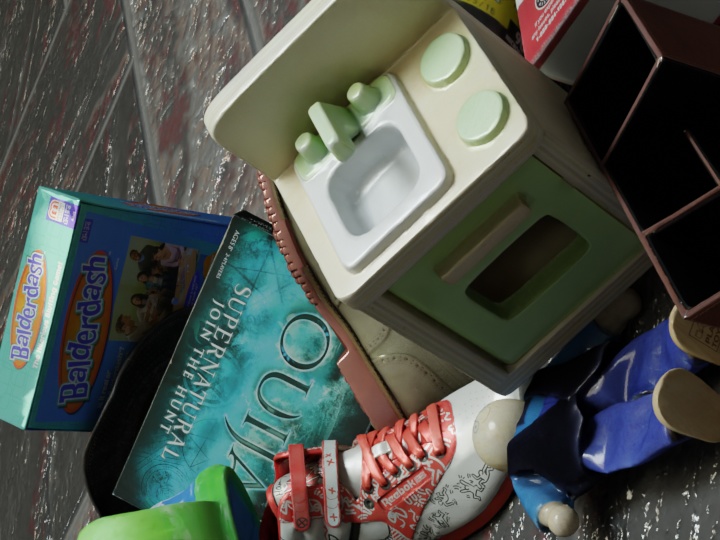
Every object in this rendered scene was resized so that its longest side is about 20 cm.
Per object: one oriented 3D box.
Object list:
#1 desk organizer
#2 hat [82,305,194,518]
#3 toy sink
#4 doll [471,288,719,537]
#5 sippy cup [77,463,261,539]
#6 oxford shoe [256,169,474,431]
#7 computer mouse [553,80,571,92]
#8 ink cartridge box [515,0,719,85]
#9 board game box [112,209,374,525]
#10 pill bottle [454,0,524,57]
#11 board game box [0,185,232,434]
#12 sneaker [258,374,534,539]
[{"bbox_3d":[0.167,-0.049,0.998,0.072,0.077,0.200,-64,25,26],"label":"desk organizer"},{"bbox_3d":[-0.089,0.126,1.429,0.081,0.200,0.202,16,92,38],"label":"hat"},{"bbox_3d":[0.043,-0.043,1.060,0.130,0.200,0.112,-43,45,14],"label":"toy sink"},{"bbox_3d":[0.119,0.067,1.079,0.200,0.048,0.137,-32,37,59],"label":"doll"},{"bbox_3d":[-0.116,0.201,1.265,0.140,0.130,0.179,-101,-9,-69],"label":"sippy cup"},{"bbox_3d":[0.000,0.000,1.261,0.074,0.201,0.071,-27,10,4],"label":"oxford shoe"},{"bbox_3d":[0.081,-0.032,1.242,0.200,0.044,0.110,-52,32,44],"label":"computer mouse"},{"bbox_3d":[0.145,-0.214,1.148,0.144,0.083,0.201,125,151,-43],"label":"ink cartridge box"},{"bbox_3d":[-0.056,0.081,1.331,0.201,0.135,0.028,-66,-9,14],"label":"board game box"},{"bbox_3d":[0.058,-0.162,1.242,0.114,0.114,0.201,-50,16,46],"label":"pill bottle"},{"bbox_3d":[-0.147,0.032,1.426,0.045,0.200,0.153,19,96,38],"label":"board game box"},{"bbox_3d":[0.015,0.117,1.220,0.202,0.107,0.067,-54,30,42],"label":"sneaker"}]
